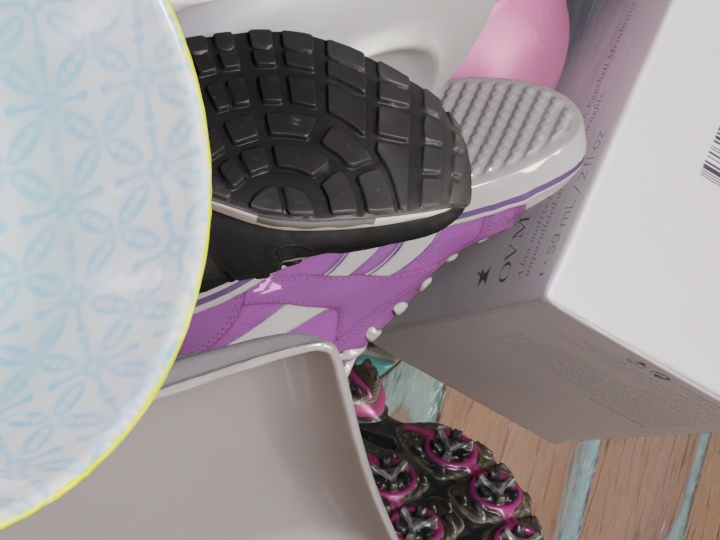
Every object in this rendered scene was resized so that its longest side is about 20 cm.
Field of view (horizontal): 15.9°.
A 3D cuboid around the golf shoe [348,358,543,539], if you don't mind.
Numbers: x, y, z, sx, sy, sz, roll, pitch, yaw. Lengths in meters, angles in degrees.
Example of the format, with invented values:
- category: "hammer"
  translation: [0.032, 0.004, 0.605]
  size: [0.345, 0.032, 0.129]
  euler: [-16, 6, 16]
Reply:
- category: "golf shoe"
  translation: [0.013, 0.108, 1.152]
  size: [0.072, 0.200, 0.092]
  euler: [-21, 134, -30]

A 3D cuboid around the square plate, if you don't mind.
- category: "square plate"
  translation: [-0.092, 0.086, 0.908]
  size: [0.200, 0.197, 0.029]
  euler: [74, 2, -60]

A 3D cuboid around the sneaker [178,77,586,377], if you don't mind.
- category: "sneaker"
  translation: [0.000, 0.000, 1.018]
  size: [0.073, 0.200, 0.115]
  euler: [-110, -179, -50]

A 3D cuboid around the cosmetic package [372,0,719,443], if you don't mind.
- category: "cosmetic package"
  translation: [0.120, -0.040, 1.122]
  size: [0.200, 0.123, 0.200]
  euler: [-66, -163, -15]

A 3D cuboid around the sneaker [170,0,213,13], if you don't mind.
- category: "sneaker"
  translation: [-0.024, -0.167, 0.761]
  size: [0.200, 0.075, 0.115]
  euler: [-39, 146, -13]

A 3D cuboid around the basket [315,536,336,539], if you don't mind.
- category: "basket"
  translation: [-0.095, 0.138, 1.084]
  size: [0.143, 0.148, 0.201]
  euler: [-101, -164, -55]

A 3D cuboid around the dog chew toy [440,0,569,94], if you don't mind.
- category: "dog chew toy"
  translation: [0.021, -0.136, 1.037]
  size: [0.125, 0.124, 0.200]
  euler: [-54, 152, -38]

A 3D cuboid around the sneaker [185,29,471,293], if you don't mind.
- category: "sneaker"
  translation: [-0.065, -0.022, 0.824]
  size: [0.088, 0.199, 0.076]
  euler: [91, -1, -53]

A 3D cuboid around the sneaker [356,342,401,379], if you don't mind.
- category: "sneaker"
  translation: [0.028, -0.026, 1.247]
  size: [0.201, 0.077, 0.091]
  euler: [-64, 165, -11]

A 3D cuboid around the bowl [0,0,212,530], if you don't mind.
- category: "bowl"
  translation: [-0.149, -0.021, 0.655]
  size: [0.108, 0.200, 0.200]
  euler: [-20, -148, 53]

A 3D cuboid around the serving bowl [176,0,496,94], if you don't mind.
- category: "serving bowl"
  translation: [-0.025, -0.075, 0.899]
  size: [0.200, 0.066, 0.200]
  euler: [-31, 161, -12]
